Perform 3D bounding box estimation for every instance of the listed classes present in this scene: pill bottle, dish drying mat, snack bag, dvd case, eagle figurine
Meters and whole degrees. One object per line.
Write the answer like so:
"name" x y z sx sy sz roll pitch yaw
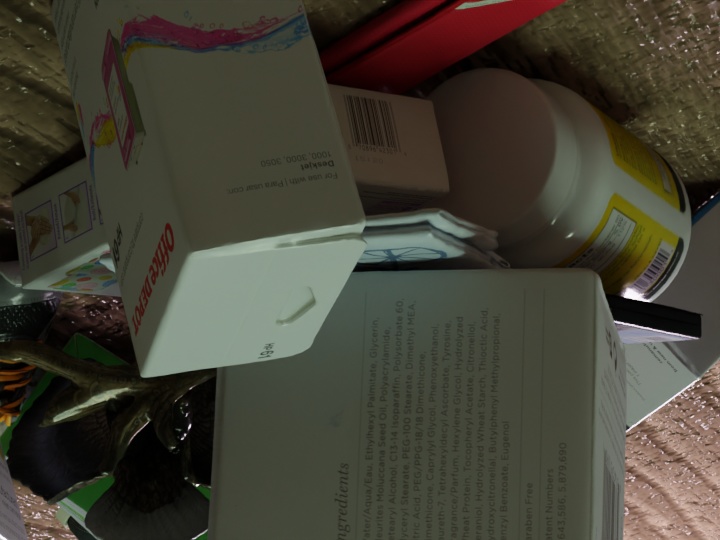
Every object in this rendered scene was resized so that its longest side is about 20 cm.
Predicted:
"pill bottle" 0.107 -0.045 1.513 0.114 0.115 0.200 -24 158 19
"dish drying mat" 0.029 -0.120 1.395 0.200 0.018 0.077 -29 157 29
"snack bag" -0.014 -0.004 1.406 0.188 0.021 0.200 -6 169 20
"dvd case" 0.080 0.033 1.525 0.200 0.018 0.143 -4 172 28
"eagle figurine" -0.118 0.083 1.479 0.151 0.152 0.200 -44 171 -14

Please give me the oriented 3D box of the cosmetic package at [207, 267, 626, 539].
"cosmetic package" 0.034 0.100 1.392 0.199 0.165 0.165 0 162 11

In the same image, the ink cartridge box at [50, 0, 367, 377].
"ink cartridge box" -0.072 -0.071 1.179 0.084 0.200 0.145 -11 159 -17

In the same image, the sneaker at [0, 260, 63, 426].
"sneaker" -0.221 0.054 1.563 0.078 0.077 0.200 -4 155 -26

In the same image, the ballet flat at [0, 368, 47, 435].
"ballet flat" -0.202 0.109 1.721 0.072 0.072 0.200 -18 160 2

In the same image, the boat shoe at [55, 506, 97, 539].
"boat shoe" -0.155 0.154 1.868 0.072 0.068 0.200 -31 169 -33

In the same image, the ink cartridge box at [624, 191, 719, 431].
"ink cartridge box" 0.189 0.046 1.780 0.146 0.086 0.200 -39 175 -37

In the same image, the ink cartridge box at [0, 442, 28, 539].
"ink cartridge box" -0.281 0.071 1.382 0.144 0.200 0.147 -20 159 4

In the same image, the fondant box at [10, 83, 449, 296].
"fondant box" -0.073 -0.041 1.428 0.144 0.058 0.200 6 157 -45

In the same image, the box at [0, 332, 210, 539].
"box" -0.104 0.153 1.648 0.097 0.200 0.177 -55 153 -10
